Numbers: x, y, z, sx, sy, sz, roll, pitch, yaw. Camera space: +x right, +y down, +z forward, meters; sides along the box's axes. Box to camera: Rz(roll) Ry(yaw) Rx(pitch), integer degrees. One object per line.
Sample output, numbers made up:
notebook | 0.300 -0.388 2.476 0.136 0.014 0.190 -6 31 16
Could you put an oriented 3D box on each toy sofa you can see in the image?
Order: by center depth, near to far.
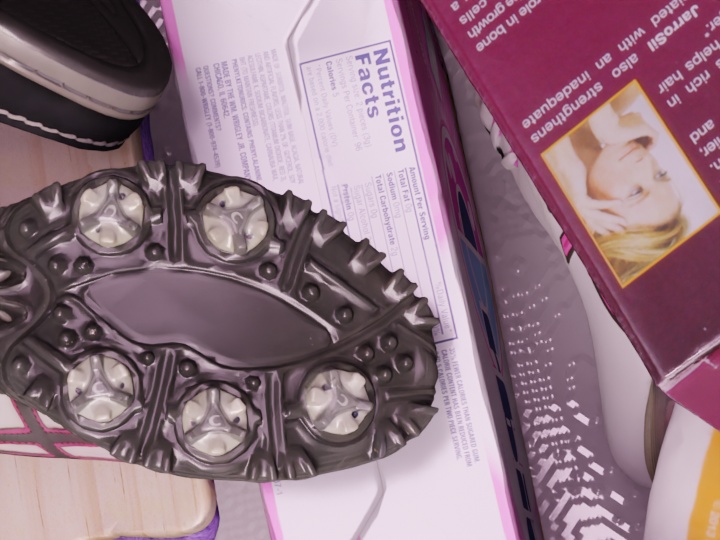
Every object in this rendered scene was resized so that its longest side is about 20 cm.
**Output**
toy sofa | -0.088 -0.003 0.843 0.097 0.083 0.201 -12 81 13

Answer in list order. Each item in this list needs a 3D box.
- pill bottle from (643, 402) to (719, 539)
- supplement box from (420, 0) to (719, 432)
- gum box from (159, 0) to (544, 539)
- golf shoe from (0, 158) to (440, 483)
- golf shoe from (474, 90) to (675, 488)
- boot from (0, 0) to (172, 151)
pill bottle | 0.182 0.077 0.750 0.199 0.116 0.117 16 85 25
supplement box | 0.089 -0.063 0.727 0.110 0.086 0.200 -38 55 13
gum box | 0.000 0.000 0.822 0.066 0.113 0.201 -13 81 6
golf shoe | -0.078 0.014 0.751 0.199 0.088 0.078 7 79 0
golf shoe | 0.079 -0.035 0.848 0.092 0.072 0.201 -4 84 37
boot | -0.165 -0.043 0.787 0.203 0.074 0.154 24 115 -3
